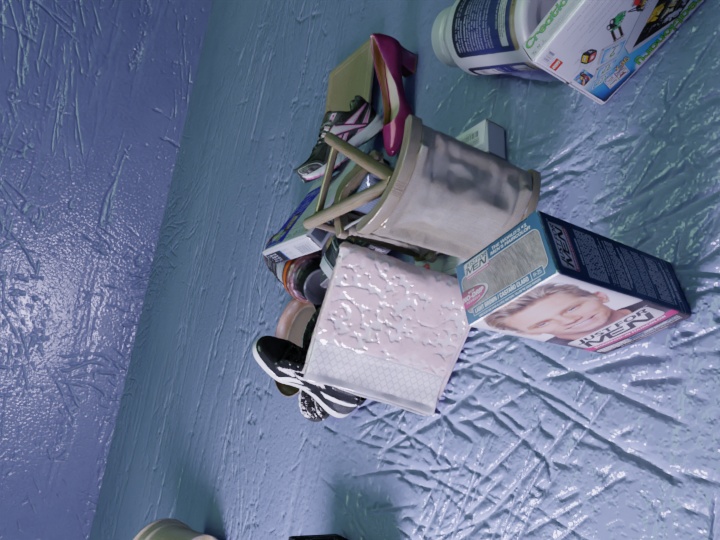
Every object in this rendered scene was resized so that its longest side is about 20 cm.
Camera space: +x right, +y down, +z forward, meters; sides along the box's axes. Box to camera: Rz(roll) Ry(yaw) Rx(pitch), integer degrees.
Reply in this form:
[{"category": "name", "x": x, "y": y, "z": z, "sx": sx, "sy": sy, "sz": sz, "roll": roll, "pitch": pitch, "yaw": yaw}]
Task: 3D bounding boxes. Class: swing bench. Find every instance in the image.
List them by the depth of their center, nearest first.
[{"category": "swing bench", "x": 0.069, "y": -0.082, "z": 0.665, "sx": 0.199, "sy": 0.197, "sz": 0.132, "roll": 15, "pitch": 91, "yaw": 58}]

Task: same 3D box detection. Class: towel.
[{"category": "towel", "x": 0.039, "y": 0.081, "z": 0.732, "sx": 0.032, "sy": 0.197, "sz": 0.194, "roll": -110, "pitch": 38, "yaw": -77}]

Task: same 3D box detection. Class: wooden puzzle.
[{"category": "wooden puzzle", "x": -0.021, "y": -0.365, "z": 1.153, "sx": 0.184, "sy": 0.037, "sz": 0.203, "roll": -12, "pitch": 64, "yaw": 57}]

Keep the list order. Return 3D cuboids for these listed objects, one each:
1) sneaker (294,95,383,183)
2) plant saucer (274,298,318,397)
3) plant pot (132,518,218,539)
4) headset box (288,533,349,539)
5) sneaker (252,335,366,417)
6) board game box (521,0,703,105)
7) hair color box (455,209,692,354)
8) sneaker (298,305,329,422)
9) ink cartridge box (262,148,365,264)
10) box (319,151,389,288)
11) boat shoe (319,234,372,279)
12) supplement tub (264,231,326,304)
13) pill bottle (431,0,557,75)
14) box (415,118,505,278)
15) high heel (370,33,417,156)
[{"category": "sneaker", "x": -0.049, "y": -0.240, "z": 1.008, "sx": 0.200, "sy": 0.087, "sz": 0.080, "roll": -43, "pitch": 13, "yaw": -20}, {"category": "plant saucer", "x": -0.122, "y": 0.152, "z": 1.118, "sx": 0.199, "sy": 0.032, "sz": 0.203, "roll": -30, "pitch": 53, "yaw": 51}, {"category": "plant pot", "x": -0.400, "y": 0.665, "z": 1.243, "sx": 0.182, "sy": 0.199, "sz": 0.204, "roll": -21, "pitch": 60, "yaw": 40}, {"category": "headset box", "x": -0.028, "y": 0.488, "z": 0.779, "sx": 0.199, "sy": 0.092, "sz": 0.177, "roll": -12, "pitch": 69, "yaw": 55}, {"category": "sneaker", "x": -0.069, "y": 0.147, "z": 0.894, "sx": 0.112, "sy": 0.199, "sz": 0.073, "roll": -47, "pitch": 12, "yaw": 40}, {"category": "board game box", "x": 0.274, "y": -0.273, "z": 0.552, "sx": 0.200, "sy": 0.125, "sz": 0.035, "roll": -50, "pitch": 41, "yaw": 36}, {"category": "hair color box", "x": 0.193, "y": 0.020, "z": 0.499, "sx": 0.100, "sy": 0.198, "sz": 0.061, "roll": -41, "pitch": 46, "yaw": 43}, {"category": "sneaker", "x": -0.074, "y": 0.160, "z": 0.993, "sx": 0.079, "sy": 0.073, "sz": 0.204, "roll": 161, "pitch": 119, "yaw": -82}, {"category": "ink cartridge box", "x": -0.074, "y": -0.109, "z": 0.998, "sx": 0.197, "sy": 0.043, "sz": 0.201, "roll": -14, "pitch": 40, "yaw": 59}, {"category": "box", "x": -0.009, "y": -0.085, "z": 0.983, "sx": 0.158, "sy": 0.048, "sz": 0.203, "roll": -40, "pitch": 38, "yaw": 43}, {"category": "boat shoe", "x": 0.000, "y": 0.000, "z": 0.821, "sx": 0.200, "sy": 0.071, "sz": 0.069, "roll": 47, "pitch": 120, "yaw": 57}, {"category": "supplement tub", "x": -0.113, "y": -0.005, "z": 1.092, "sx": 0.200, "sy": 0.106, "sz": 0.108, "roll": 38, "pitch": 111, "yaw": 55}, {"category": "pill bottle", "x": 0.182, "y": -0.318, "z": 0.730, "sx": 0.199, "sy": 0.110, "sz": 0.113, "roll": 26, "pitch": 100, "yaw": 58}, {"category": "box", "x": 0.137, "y": -0.085, "z": 0.782, "sx": 0.155, "sy": 0.041, "sz": 0.203, "roll": -24, "pitch": 58, "yaw": 53}, {"category": "high heel", "x": 0.044, "y": -0.304, "z": 0.961, "sx": 0.067, "sy": 0.095, "sz": 0.204, "roll": 5, "pitch": 82, "yaw": 58}]
